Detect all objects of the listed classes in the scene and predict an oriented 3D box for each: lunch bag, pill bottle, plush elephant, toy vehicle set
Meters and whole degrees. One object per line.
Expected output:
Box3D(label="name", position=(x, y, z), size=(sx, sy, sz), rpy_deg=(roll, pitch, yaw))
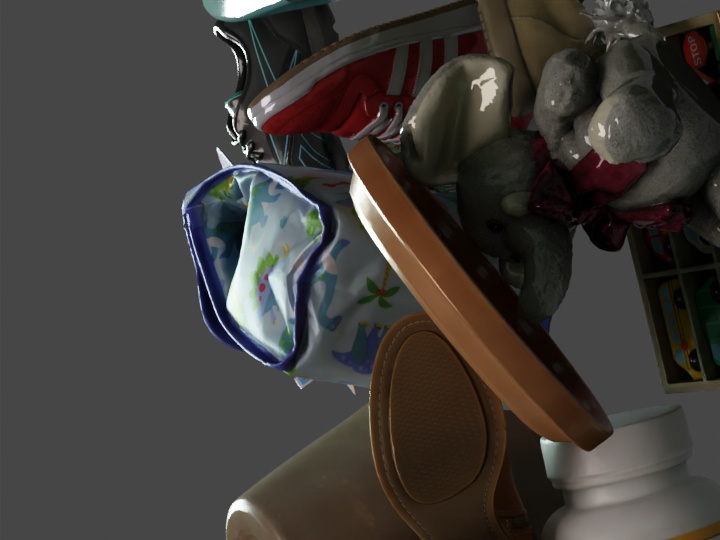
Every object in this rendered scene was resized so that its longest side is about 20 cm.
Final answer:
Box3D(label="lunch bag", position=(0.000, 0.000, 1.529), size=(0.200, 0.169, 0.128), rpy_deg=(39, 114, 60))
Box3D(label="pill bottle", position=(0.164, 0.182, 1.451), size=(0.113, 0.112, 0.201), rpy_deg=(-12, 92, 60))
Box3D(label="plush elephant", position=(0.112, -0.046, 1.335), size=(0.155, 0.164, 0.201), rpy_deg=(-42, 39, 18))
Box3D(label="toy vehicle set", position=(0.189, -0.036, 1.404), size=(0.124, 0.026, 0.201), rpy_deg=(-12, 91, 60))

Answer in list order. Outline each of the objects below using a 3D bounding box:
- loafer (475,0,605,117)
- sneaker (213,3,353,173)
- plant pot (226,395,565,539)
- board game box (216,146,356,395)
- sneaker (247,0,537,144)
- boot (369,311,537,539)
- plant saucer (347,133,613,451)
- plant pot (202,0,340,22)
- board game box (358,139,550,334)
Box3D(label="loafer", position=(0.094, -0.173, 1.464), size=(0.076, 0.067, 0.201), rpy_deg=(77, -177, -58))
Box3D(label="sneaker", position=(-0.050, -0.083, 1.717), size=(0.075, 0.079, 0.201), rpy_deg=(158, 105, -73))
Box3D(label="plant pot", position=(0.015, 0.168, 1.617), size=(0.200, 0.174, 0.201), rpy_deg=(47, 148, 42))
Box3D(label="board game box", position=(-0.068, 0.007, 1.757), size=(0.159, 0.039, 0.200), rpy_deg=(65, 172, -24))
Box3D(label="sneaker", position=(0.034, -0.085, 1.483), size=(0.071, 0.199, 0.113), rpy_deg=(-31, 83, 54))
Box3D(label="boot", position=(0.059, 0.112, 1.443), size=(0.155, 0.076, 0.201), rpy_deg=(-68, -45, -82))
Box3D(label="plant saucer", position=(0.057, 0.015, 1.337), size=(0.201, 0.032, 0.200), rpy_deg=(50, -175, -6))
Box3D(label="plant pot", position=(-0.034, -0.227, 1.603), size=(0.200, 0.140, 0.142), rpy_deg=(-16, 88, 67))
Box3D(label="board game box", position=(0.056, -0.005, 1.650), size=(0.200, 0.023, 0.105), rpy_deg=(39, 136, 47))
